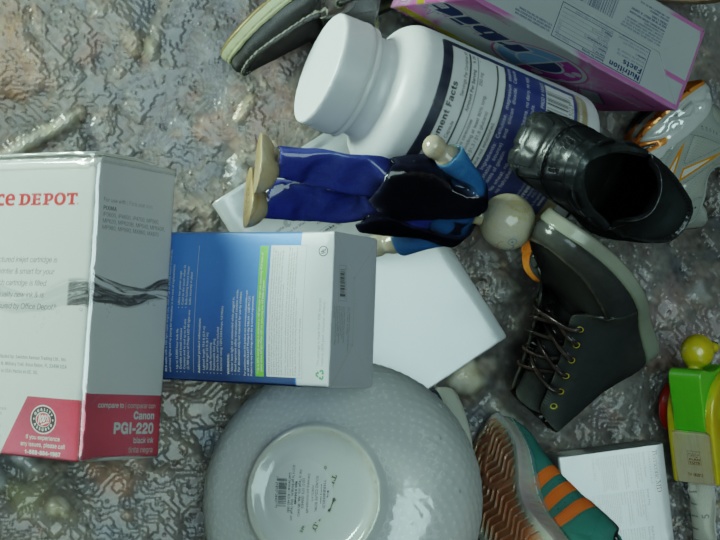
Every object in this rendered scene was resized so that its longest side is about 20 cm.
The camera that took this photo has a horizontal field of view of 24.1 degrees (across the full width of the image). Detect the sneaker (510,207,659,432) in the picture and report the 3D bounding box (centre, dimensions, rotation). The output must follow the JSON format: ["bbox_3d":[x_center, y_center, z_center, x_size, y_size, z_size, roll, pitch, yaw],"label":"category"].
[{"bbox_3d":[0.146,0.044,1.198,0.106,0.200,0.075,-44,51,-6],"label":"sneaker"}]

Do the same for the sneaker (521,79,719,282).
[{"bbox_3d":[0.211,-0.049,1.264,0.200,0.076,0.092,-43,100,-8],"label":"sneaker"}]

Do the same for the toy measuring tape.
[{"bbox_3d":[0.268,0.140,1.276,0.074,0.074,0.200,-13,106,-11],"label":"toy measuring tape"}]

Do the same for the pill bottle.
[{"bbox_3d":[0.059,-0.108,1.203,0.200,0.111,0.111,21,84,-19],"label":"pill bottle"}]

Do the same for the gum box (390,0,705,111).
[{"bbox_3d":[0.138,-0.177,1.207,0.200,0.113,0.066,24,83,-27],"label":"gum box"}]

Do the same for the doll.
[{"bbox_3d":[0.023,-0.046,1.157,0.200,0.136,0.048,7,56,-11],"label":"doll"}]

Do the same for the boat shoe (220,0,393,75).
[{"bbox_3d":[-0.008,-0.194,1.229,0.200,0.073,0.065,-34,89,-10],"label":"boat shoe"}]

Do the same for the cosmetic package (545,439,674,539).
[{"bbox_3d":[0.192,0.231,1.257,0.083,0.051,0.200,-6,89,-6],"label":"cosmetic package"}]

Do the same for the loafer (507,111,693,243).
[{"bbox_3d":[0.177,-0.053,1.153,0.201,0.070,0.068,21,98,-50],"label":"loafer"}]

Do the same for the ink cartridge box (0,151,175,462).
[{"bbox_3d":[-0.208,0.024,1.143,0.146,0.085,0.200,1,88,34],"label":"ink cartridge box"}]

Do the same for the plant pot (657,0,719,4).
[{"bbox_3d":[0.230,-0.330,1.226,0.200,0.200,0.198,27,76,-8],"label":"plant pot"}]

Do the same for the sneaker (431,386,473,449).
[{"bbox_3d":[0.033,0.183,1.220,0.084,0.075,0.200,4,84,-5],"label":"sneaker"}]

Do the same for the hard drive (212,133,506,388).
[{"bbox_3d":[0.000,0.000,1.245,0.132,0.026,0.200,-33,94,-10],"label":"hard drive"}]

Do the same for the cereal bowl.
[{"bbox_3d":[-0.020,0.159,1.163,0.200,0.083,0.200,-3,79,15],"label":"cereal bowl"}]

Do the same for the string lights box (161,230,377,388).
[{"bbox_3d":[-0.090,0.026,1.153,0.200,0.059,0.103,1,87,31],"label":"string lights box"}]

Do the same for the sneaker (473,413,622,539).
[{"bbox_3d":[0.134,0.181,1.196,0.080,0.200,0.071,20,117,-26],"label":"sneaker"}]
